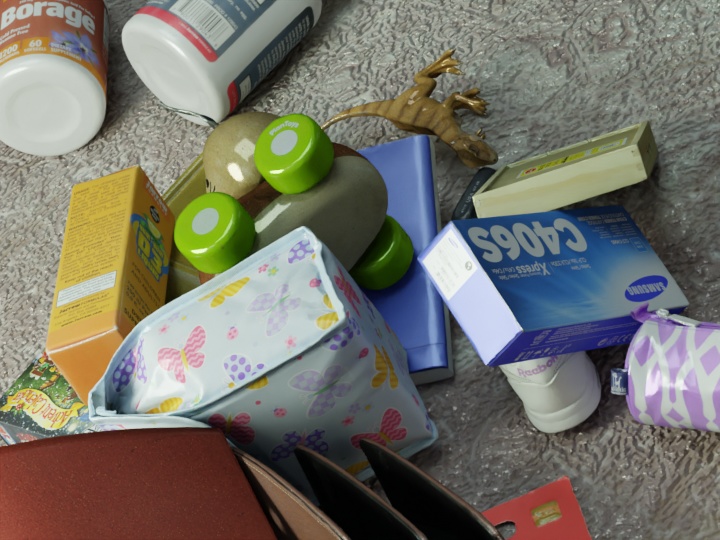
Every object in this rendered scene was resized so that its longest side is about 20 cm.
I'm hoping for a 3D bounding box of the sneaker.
[{"bbox_3d":[0.121,0.022,1.630,0.075,0.100,0.201,-28,40,7],"label":"sneaker"}]

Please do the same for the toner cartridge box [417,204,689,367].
[{"bbox_3d":[0.137,0.008,1.562,0.043,0.199,0.095,-46,65,35],"label":"toner cartridge box"}]

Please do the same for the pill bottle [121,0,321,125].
[{"bbox_3d":[-0.104,-0.236,1.988,0.119,0.120,0.200,23,61,41],"label":"pill bottle"}]

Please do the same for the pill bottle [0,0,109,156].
[{"bbox_3d":[-0.287,-0.209,2.060,0.111,0.113,0.201,-17,43,11],"label":"pill bottle"}]

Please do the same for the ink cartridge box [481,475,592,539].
[{"bbox_3d":[0.089,0.225,1.485,0.160,0.050,0.201,-23,44,5],"label":"ink cartridge box"}]

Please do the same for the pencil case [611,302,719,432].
[{"bbox_3d":[0.275,0.069,1.512,0.199,0.086,0.084,4,10,28],"label":"pencil case"}]

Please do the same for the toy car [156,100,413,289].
[{"bbox_3d":[-0.085,-0.057,1.689,0.158,0.164,0.200,-44,47,-4],"label":"toy car"}]

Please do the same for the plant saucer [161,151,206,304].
[{"bbox_3d":[-0.101,-0.036,1.841,0.199,0.049,0.200,20,60,40],"label":"plant saucer"}]

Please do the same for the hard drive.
[{"bbox_3d":[0.000,0.000,1.727,0.131,0.025,0.201,-13,60,16],"label":"hard drive"}]

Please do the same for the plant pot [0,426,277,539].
[{"bbox_3d":[-0.146,0.217,1.487,0.175,0.200,0.201,-20,61,-17],"label":"plant pot"}]

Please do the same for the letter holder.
[{"bbox_3d":[0.009,0.168,1.468,0.100,0.143,0.200,-33,26,-16],"label":"letter holder"}]

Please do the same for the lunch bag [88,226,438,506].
[{"bbox_3d":[-0.070,0.095,1.591,0.199,0.170,0.128,-27,48,8],"label":"lunch bag"}]

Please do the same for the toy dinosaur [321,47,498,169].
[{"bbox_3d":[0.042,-0.133,1.841,0.106,0.061,0.199,-37,33,-30],"label":"toy dinosaur"}]

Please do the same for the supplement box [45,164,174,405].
[{"bbox_3d":[-0.193,0.008,1.748,0.068,0.067,0.201,-21,38,16],"label":"supplement box"}]

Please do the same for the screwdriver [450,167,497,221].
[{"bbox_3d":[0.066,0.002,1.741,0.029,0.028,0.201,21,63,6],"label":"screwdriver"}]

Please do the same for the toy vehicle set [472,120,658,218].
[{"bbox_3d":[0.156,-0.073,1.674,0.123,0.027,0.200,-17,5,12],"label":"toy vehicle set"}]

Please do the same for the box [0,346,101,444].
[{"bbox_3d":[-0.185,0.092,1.737,0.199,0.038,0.137,10,52,47],"label":"box"}]
